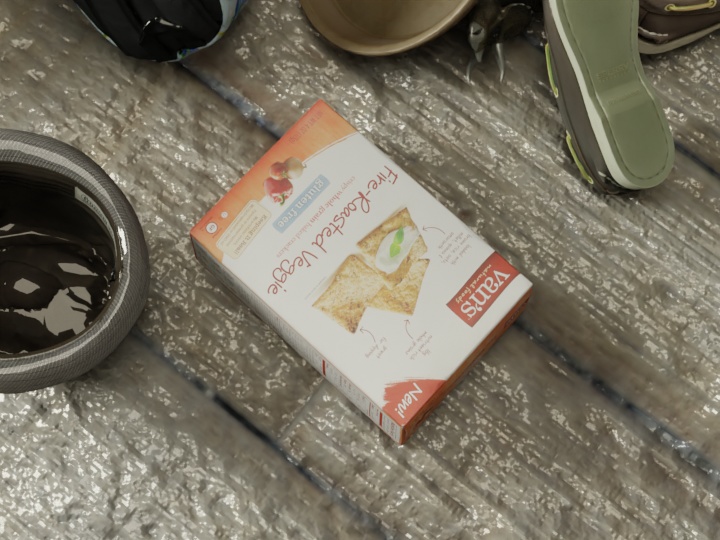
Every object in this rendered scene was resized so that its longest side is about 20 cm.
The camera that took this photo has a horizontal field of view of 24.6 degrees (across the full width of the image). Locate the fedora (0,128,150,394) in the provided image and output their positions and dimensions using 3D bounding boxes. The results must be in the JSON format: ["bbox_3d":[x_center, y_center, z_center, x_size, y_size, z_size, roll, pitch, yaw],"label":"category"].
[{"bbox_3d":[-0.239,0.002,1.100,0.197,0.090,0.179,1,73,-7],"label":"fedora"}]

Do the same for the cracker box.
[{"bbox_3d":[0.000,0.000,1.121,0.200,0.058,0.134,41,76,11],"label":"cracker box"}]

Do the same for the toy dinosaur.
[{"bbox_3d":[0.131,-0.226,1.195,0.199,0.103,0.077,-32,33,-23],"label":"toy dinosaur"}]

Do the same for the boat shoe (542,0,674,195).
[{"bbox_3d":[0.158,-0.151,1.145,0.071,0.060,0.204,-14,89,-24],"label":"boat shoe"}]

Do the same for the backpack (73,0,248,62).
[{"bbox_3d":[-0.149,-0.243,1.131,0.161,0.154,0.202,-13,111,28],"label":"backpack"}]

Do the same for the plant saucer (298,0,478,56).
[{"bbox_3d":[0.032,-0.248,1.170,0.198,0.029,0.203,-8,77,37],"label":"plant saucer"}]

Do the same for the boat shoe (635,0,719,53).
[{"bbox_3d":[0.272,-0.221,1.190,0.198,0.060,0.072,-25,73,-18],"label":"boat shoe"}]
